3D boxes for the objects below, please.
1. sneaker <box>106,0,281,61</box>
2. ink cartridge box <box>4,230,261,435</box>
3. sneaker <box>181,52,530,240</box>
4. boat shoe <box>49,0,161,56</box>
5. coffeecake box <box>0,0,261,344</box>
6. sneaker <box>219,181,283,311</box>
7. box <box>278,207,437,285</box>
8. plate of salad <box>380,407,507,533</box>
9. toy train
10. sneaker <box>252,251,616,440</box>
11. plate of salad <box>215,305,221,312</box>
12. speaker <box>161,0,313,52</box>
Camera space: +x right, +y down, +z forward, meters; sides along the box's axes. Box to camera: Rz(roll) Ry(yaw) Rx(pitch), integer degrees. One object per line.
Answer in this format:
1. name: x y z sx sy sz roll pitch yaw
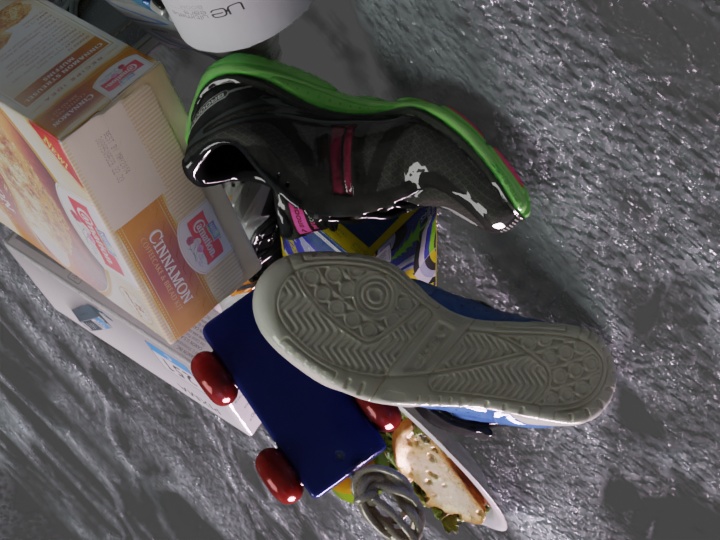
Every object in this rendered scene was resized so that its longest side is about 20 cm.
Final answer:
1. sneaker: -0.119 -0.163 1.174 0.200 0.075 0.087 39 167 24
2. ink cartridge box: -0.133 0.051 1.498 0.199 0.045 0.176 30 164 32
3. sneaker: -0.003 -0.047 1.096 0.199 0.084 0.077 16 161 29
4. boat shoe: -0.178 -0.161 1.311 0.065 0.074 0.202 52 169 -33
5. coffeecake box: -0.162 -0.069 1.217 0.200 0.073 0.154 31 154 45
6. sneaker: -0.069 -0.037 1.310 0.092 0.075 0.200 52 152 18
7. box: 0.000 0.000 1.262 0.070 0.064 0.200 40 161 18
8. plate of salad: 0.018 0.115 1.468 0.200 0.048 0.200 41 170 9
9. toy train: -0.008 0.109 1.238 0.200 0.084 0.116 54 178 22
10. sneaker: 0.028 0.042 1.170 0.198 0.077 0.111 12 171 -15
11. plate of salad: -0.180 -0.031 1.614 0.200 0.048 0.200 41 161 18
12. speaker: -0.087 -0.199 1.006 0.081 0.081 0.201 29 155 43
